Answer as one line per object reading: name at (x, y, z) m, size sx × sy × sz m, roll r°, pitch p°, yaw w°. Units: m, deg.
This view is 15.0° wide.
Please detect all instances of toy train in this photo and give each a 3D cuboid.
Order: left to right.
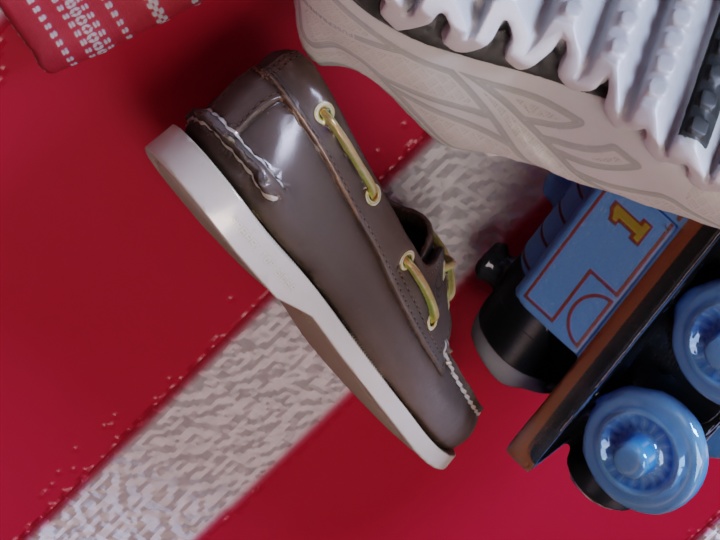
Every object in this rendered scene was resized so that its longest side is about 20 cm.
toy train at (0.114, -0.007, 0.930) m, size 0.087 × 0.114 × 0.200 m, roll -28°, pitch 158°, yaw -54°

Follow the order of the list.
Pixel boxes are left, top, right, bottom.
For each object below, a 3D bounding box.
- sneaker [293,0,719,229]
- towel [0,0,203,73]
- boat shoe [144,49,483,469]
sneaker at (0.069, -0.060, 0.848) m, size 0.200 × 0.075 × 0.081 m, roll 29°, pitch 144°, yaw 1°
towel at (-0.041, -0.156, 0.819) m, size 0.200 × 0.023 × 0.145 m, roll -29°, pitch 131°, yaw 4°
boat shoe at (0.000, 0.000, 0.929) m, size 0.060 × 0.072 × 0.200 m, roll -43°, pitch 137°, yaw -3°
